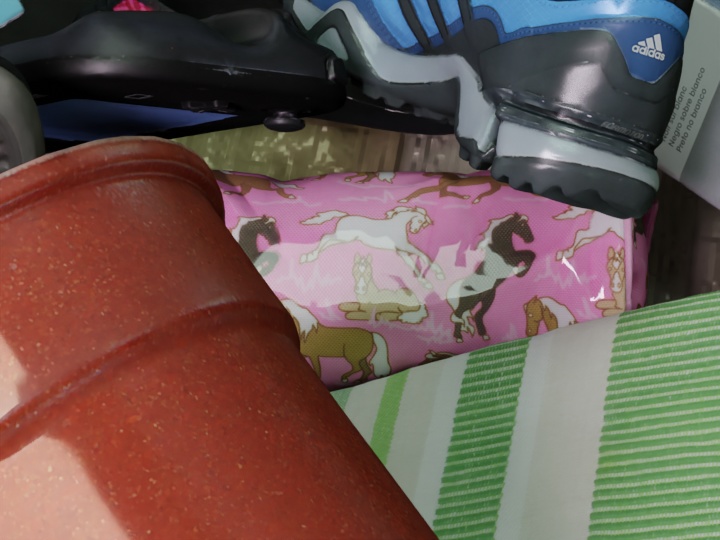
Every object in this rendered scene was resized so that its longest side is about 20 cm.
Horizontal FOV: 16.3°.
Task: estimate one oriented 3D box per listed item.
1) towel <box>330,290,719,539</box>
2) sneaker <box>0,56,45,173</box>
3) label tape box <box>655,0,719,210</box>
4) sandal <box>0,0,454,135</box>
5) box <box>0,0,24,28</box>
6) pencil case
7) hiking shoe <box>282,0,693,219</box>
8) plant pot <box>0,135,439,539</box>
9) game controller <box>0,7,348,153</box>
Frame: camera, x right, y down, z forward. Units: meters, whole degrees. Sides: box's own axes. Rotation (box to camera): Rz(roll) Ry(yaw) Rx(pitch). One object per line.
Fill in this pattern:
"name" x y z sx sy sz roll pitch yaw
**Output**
"towel" 0.051 0.068 0.731 0.199 0.023 0.153 -16 31 22
"sneaker" -0.135 -0.022 0.800 0.076 0.200 0.115 10 52 -5
"label tape box" 0.126 -0.090 0.871 0.200 0.066 0.143 36 33 31
"sandal" -0.045 -0.093 0.939 0.198 0.045 0.076 6 53 10
"box" -0.188 -0.089 0.876 0.082 0.049 0.200 -33 16 -18
"pencil case" 0.000 0.000 0.841 0.198 0.083 0.087 0 67 6
"hiking shoe" 0.045 -0.084 0.799 0.074 0.087 0.200 15 12 -35
"plant pot" -0.051 0.107 0.612 0.200 0.201 0.195 -37 71 -21
"game controller" -0.092 -0.058 0.837 0.104 0.199 0.042 -7 91 -34
